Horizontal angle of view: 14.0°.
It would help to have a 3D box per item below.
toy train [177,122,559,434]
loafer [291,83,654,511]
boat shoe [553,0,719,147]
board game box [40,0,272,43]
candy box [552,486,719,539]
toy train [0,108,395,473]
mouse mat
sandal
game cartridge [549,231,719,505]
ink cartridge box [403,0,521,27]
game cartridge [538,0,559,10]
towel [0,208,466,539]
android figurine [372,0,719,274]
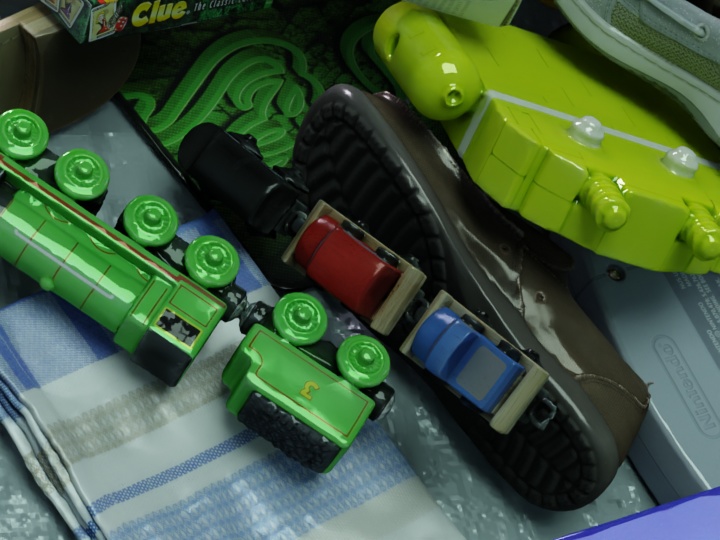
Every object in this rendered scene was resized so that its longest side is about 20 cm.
[{"bbox_3d":[0.000,0.000,1.160,0.200,0.046,0.034,38,92,28],"label":"toy train"},{"bbox_3d":[0.046,0.007,1.211,0.071,0.073,0.200,-28,81,-47],"label":"loafer"},{"bbox_3d":[0.150,-0.103,1.236,0.074,0.065,0.202,1,37,-50],"label":"boat shoe"},{"bbox_3d":[-0.132,-0.169,1.235,0.105,0.024,0.200,-18,53,-40],"label":"board game box"},{"bbox_3d":[0.110,0.178,1.064,0.199,0.077,0.170,-17,74,-12],"label":"candy box"},{"bbox_3d":[-0.077,0.009,1.142,0.200,0.042,0.056,33,57,-1],"label":"toy train"},{"bbox_3d":[-0.013,-0.086,1.283,0.200,0.008,0.161,-30,74,-36],"label":"mouse mat"},{"bbox_3d":[-0.188,-0.077,1.166,0.211,0.078,0.070,-23,50,-41],"label":"sandal"},{"bbox_3d":[0.166,0.047,1.258,0.133,0.040,0.200,-12,64,-35],"label":"game cartridge"},{"bbox_3d":[-0.012,-0.219,1.226,0.199,0.041,0.200,14,68,-6],"label":"ink cartridge box"},{"bbox_3d":[0.163,-0.174,1.393,0.176,0.032,0.201,19,48,-17],"label":"game cartridge"},{"bbox_3d":[-0.052,0.075,1.143,0.147,0.024,0.200,-25,71,-36],"label":"towel"},{"bbox_3d":[0.093,-0.059,1.228,0.181,0.041,0.200,17,22,-22],"label":"android figurine"}]
